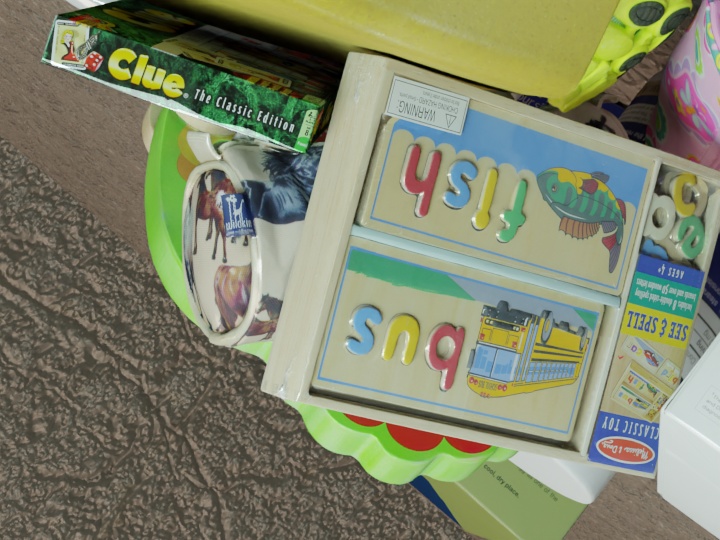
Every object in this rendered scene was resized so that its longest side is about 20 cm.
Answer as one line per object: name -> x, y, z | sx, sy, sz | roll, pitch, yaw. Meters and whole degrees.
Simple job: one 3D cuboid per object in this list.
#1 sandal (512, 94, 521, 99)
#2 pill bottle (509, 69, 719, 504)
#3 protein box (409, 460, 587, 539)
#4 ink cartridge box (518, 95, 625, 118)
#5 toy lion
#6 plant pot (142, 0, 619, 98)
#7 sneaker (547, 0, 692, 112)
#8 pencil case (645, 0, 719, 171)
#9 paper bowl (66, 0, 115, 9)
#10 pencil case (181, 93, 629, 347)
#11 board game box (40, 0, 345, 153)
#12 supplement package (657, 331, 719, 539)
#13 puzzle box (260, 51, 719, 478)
sandal -> 0.072, -0.141, 1.172 | 0.083, 0.050, 0.203 | 54, 175, 6
pill bottle -> 0.135, 0.009, 1.153 | 0.115, 0.200, 0.116 | 37, 169, 8
protein box -> 0.080, 0.031, 1.433 | 0.198, 0.200, 0.135 | 42, 169, -16
ink cartridge box -> 0.132, -0.036, 1.267 | 0.199, 0.094, 0.044 | 33, 168, 28
toy lion -> 0.000, 0.000, 1.060 | 0.198, 0.193, 0.069 | 8, 153, -17
plant pot -> 0.014, -0.169, 0.893 | 0.176, 0.201, 0.200 | 28, 175, -25
sneaker -> 0.090, -0.122, 1.000 | 0.084, 0.074, 0.200 | 49, -171, -7
pencil case -> 0.171, -0.078, 0.989 | 0.087, 0.088, 0.200 | 37, 170, 7
paper bowl -> -0.073, -0.209, 1.071 | 0.199, 0.105, 0.202 | 9, 135, 9
pencil case -> 0.023, -0.027, 1.002 | 0.078, 0.198, 0.090 | -149, 52, -62
board game box -> -0.057, -0.083, 0.940 | 0.104, 0.024, 0.200 | 16, -170, 1
supplement package -> 0.236, 0.038, 0.928 | 0.151, 0.200, 0.151 | 35, 169, 15
puzzle box -> 0.059, 0.003, 0.920 | 0.199, 0.134, 0.025 | 14, -179, -39
